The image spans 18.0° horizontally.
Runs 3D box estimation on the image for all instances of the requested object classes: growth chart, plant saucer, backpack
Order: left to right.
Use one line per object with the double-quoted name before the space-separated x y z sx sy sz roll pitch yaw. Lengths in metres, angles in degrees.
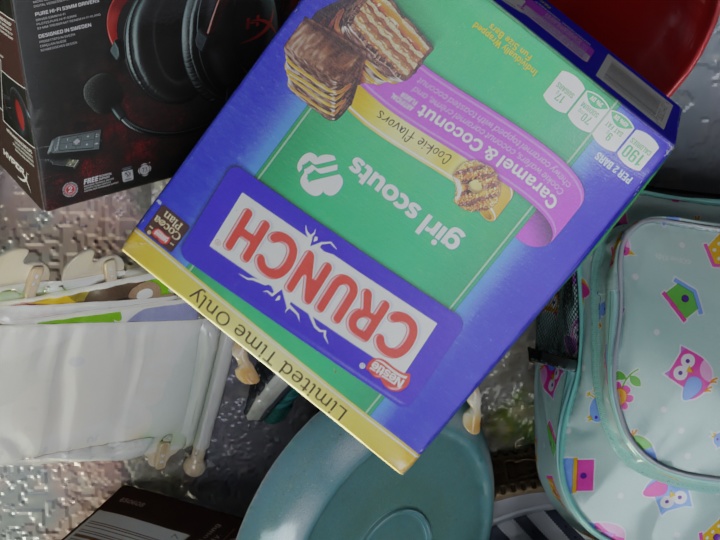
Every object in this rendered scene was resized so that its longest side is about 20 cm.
"growth chart" -0.151 0.051 1.241 0.199 0.018 0.145 4 117 -34
"plant saucer" 0.008 0.153 1.210 0.200 0.027 0.201 -25 125 -40
"backpack" 0.180 0.060 1.209 0.175 0.153 0.201 6 95 -10

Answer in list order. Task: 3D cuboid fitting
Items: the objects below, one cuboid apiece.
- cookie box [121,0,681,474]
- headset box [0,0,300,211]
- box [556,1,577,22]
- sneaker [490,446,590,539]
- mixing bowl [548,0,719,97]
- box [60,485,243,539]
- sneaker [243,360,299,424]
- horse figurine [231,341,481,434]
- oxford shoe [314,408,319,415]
"cookie box" 0.018 -0.040 1.028 0.171 0.075 0.200 38 110 0
"headset box" -0.107 -0.147 1.073 0.148 0.075 0.201 -16 118 -22
"box" 0.027 -0.075 1.191 0.199 0.065 0.070 -15 157 2
"sneaker" 0.118 0.162 1.332 0.199 0.070 0.109 -8 113 6
"mixing bowl" 0.071 -0.163 1.095 0.199 0.109 0.201 -1 119 -2
"box" -0.103 0.258 1.275 0.164 0.166 0.201 9 127 39
"sneaker" 0.001 0.036 1.220 0.079 0.078 0.200 31 139 -18
"horse figurine" 0.000 0.000 1.120 0.199 0.050 0.133 12 110 29
"oxford shoe" 0.044 0.043 1.279 0.071 0.071 0.200 13 117 -46
